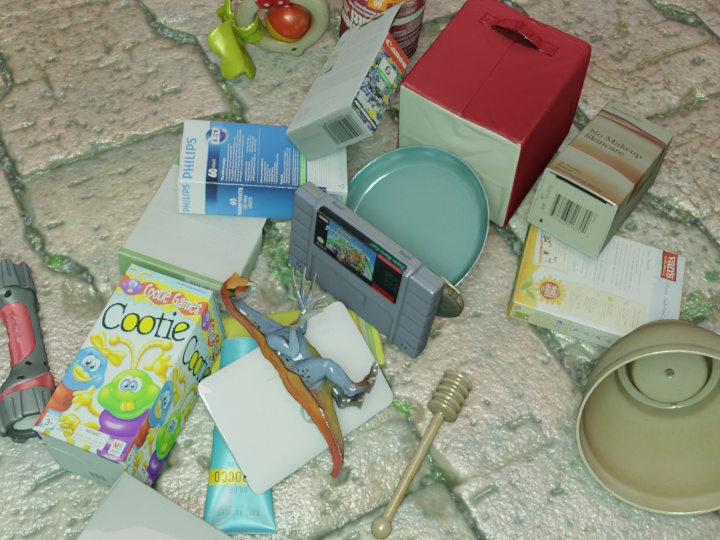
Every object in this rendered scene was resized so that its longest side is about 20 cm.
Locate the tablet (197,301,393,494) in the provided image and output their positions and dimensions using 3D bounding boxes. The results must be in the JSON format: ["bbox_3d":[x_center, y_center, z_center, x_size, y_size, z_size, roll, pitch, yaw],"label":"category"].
[{"bbox_3d":[-0.064,0.131,1.001,0.199,0.014,0.131,-30,90,-31],"label":"tablet"}]

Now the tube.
[{"bbox_3d":[-0.126,0.174,0.989,0.076,0.050,0.203,-1,71,0],"label":"tube"}]

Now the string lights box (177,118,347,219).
[{"bbox_3d":[-0.116,-0.120,1.123,0.196,0.059,0.104,3,53,-7],"label":"string lights box"}]

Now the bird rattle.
[{"bbox_3d":[-0.117,-0.352,1.247,0.161,0.200,0.114,8,54,-30],"label":"bird rattle"}]

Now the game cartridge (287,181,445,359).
[{"bbox_3d":[0.000,0.000,1.049,0.199,0.130,0.038,37,59,20],"label":"game cartridge"}]

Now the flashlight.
[{"bbox_3d":[-0.372,0.081,1.011,0.067,0.068,0.202,-13,61,-20],"label":"flashlight"}]

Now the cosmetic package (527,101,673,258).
[{"bbox_3d":[0.302,-0.117,1.170,0.103,0.088,0.200,29,45,17],"label":"cosmetic package"}]

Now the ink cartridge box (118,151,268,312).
[{"bbox_3d":[-0.184,-0.059,1.132,0.143,0.048,0.202,18,51,5],"label":"ink cartridge box"}]

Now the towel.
[{"bbox_3d":[-0.074,0.084,1.073,0.197,0.018,0.087,-6,55,-9],"label":"towel"}]

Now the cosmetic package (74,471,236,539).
[{"bbox_3d":[-0.161,0.287,0.883,0.198,0.107,0.091,31,60,11],"label":"cosmetic package"}]

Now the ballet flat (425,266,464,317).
[{"bbox_3d":[0.040,-0.007,1.072,0.198,0.068,0.046,27,59,30],"label":"ballet flat"}]

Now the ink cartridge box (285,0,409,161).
[{"bbox_3d":[-0.003,-0.226,1.111,0.050,0.108,0.202,47,48,-28],"label":"ink cartridge box"}]

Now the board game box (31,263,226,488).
[{"bbox_3d":[-0.232,0.114,0.975,0.103,0.104,0.202,17,59,12],"label":"board game box"}]

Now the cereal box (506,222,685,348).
[{"bbox_3d":[0.288,0.019,1.138,0.197,0.040,0.145,18,56,5],"label":"cereal box"}]

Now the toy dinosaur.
[{"bbox_3d":[-0.071,0.085,0.957,0.179,0.105,0.203,19,76,-2],"label":"toy dinosaur"}]

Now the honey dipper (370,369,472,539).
[{"bbox_3d":[0.062,0.197,1.006,0.038,0.038,0.201,28,62,11],"label":"honey dipper"}]

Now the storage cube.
[{"bbox_3d":[0.161,-0.197,1.170,0.170,0.201,0.180,30,64,16],"label":"storage cube"}]

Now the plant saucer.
[{"bbox_3d":[0.060,-0.051,1.122,0.197,0.027,0.203,-7,71,20],"label":"plant saucer"}]

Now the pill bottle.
[{"bbox_3d":[0.028,-0.331,1.234,0.108,0.201,0.111,3,57,-5],"label":"pill bottle"}]

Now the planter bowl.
[{"bbox_3d":[0.332,0.136,0.997,0.197,0.203,0.135,18,30,6],"label":"planter bowl"}]
